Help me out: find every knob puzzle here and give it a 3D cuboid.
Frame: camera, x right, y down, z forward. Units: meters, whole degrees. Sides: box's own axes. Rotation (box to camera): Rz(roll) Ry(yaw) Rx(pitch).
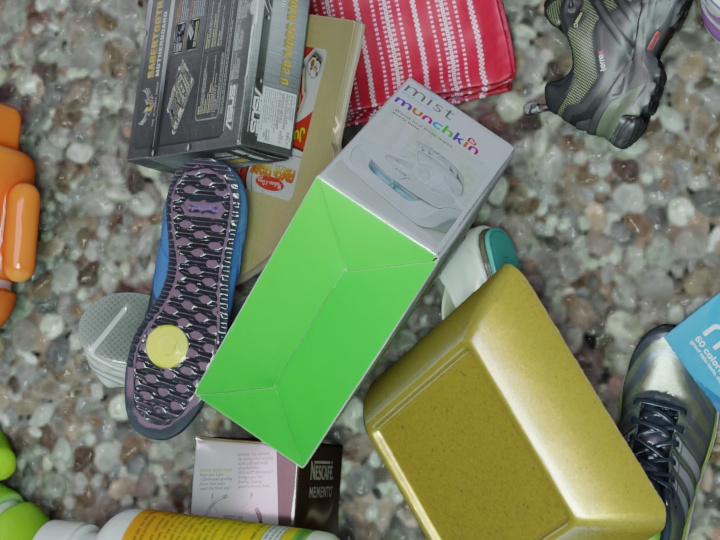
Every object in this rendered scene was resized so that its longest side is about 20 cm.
[{"bbox_3d":[-0.065,-0.087,1.276,0.219,0.030,0.222,-18,67,48],"label":"knob puzzle"}]

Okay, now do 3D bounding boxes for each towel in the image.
[{"bbox_3d":[0.012,-0.186,1.314,0.198,0.022,0.146,-11,81,14],"label":"towel"}]

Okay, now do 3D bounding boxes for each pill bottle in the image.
[{"bbox_3d":[-0.115,0.215,1.139,0.198,0.111,0.112,5,85,16],"label":"pill bottle"}]

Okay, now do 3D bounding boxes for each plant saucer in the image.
[{"bbox_3d":[0.086,0.129,1.188,0.201,0.048,0.200,59,139,13],"label":"plant saucer"}]

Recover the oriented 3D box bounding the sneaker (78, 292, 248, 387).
[{"bbox_3d":[-0.107,0.060,1.298,0.198,0.080,0.071,6,62,-4],"label":"sneaker"}]

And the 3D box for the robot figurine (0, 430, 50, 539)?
[{"bbox_3d":[-0.312,0.202,1.307,0.199,0.116,0.177,25,92,16],"label":"robot figurine"}]

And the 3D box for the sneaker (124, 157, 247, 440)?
[{"bbox_3d":[-0.117,0.022,1.240,0.065,0.078,0.202,10,83,4],"label":"sneaker"}]

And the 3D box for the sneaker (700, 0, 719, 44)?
[{"bbox_3d":[0.323,-0.157,1.182,0.199,0.114,0.073,18,87,14],"label":"sneaker"}]

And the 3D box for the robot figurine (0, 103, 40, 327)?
[{"bbox_3d":[-0.312,-0.032,1.334,0.142,0.117,0.202,8,85,-6],"label":"robot figurine"}]

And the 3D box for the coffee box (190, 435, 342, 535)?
[{"bbox_3d":[-0.070,0.221,1.243,0.079,0.114,0.202,2,85,15],"label":"coffee box"}]

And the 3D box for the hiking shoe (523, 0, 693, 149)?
[{"bbox_3d":[0.182,-0.194,1.241,0.100,0.076,0.202,19,90,12],"label":"hiking shoe"}]

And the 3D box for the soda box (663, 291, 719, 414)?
[{"bbox_3d":[0.295,0.099,1.167,0.201,0.064,0.068,55,132,10],"label":"soda box"}]

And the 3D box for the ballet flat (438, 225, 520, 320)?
[{"bbox_3d":[0.099,0.069,1.248,0.069,0.069,0.202,-18,76,12],"label":"ballet flat"}]

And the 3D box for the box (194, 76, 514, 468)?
[{"bbox_3d":[0.000,0.000,1.173,0.096,0.177,0.201,33,125,2],"label":"box"}]

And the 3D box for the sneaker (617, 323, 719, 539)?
[{"bbox_3d":[0.202,0.136,1.197,0.073,0.081,0.202,6,85,15],"label":"sneaker"}]

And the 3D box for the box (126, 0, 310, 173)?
[{"bbox_3d":[-0.101,-0.176,1.281,0.158,0.048,0.202,-3,78,54],"label":"box"}]
